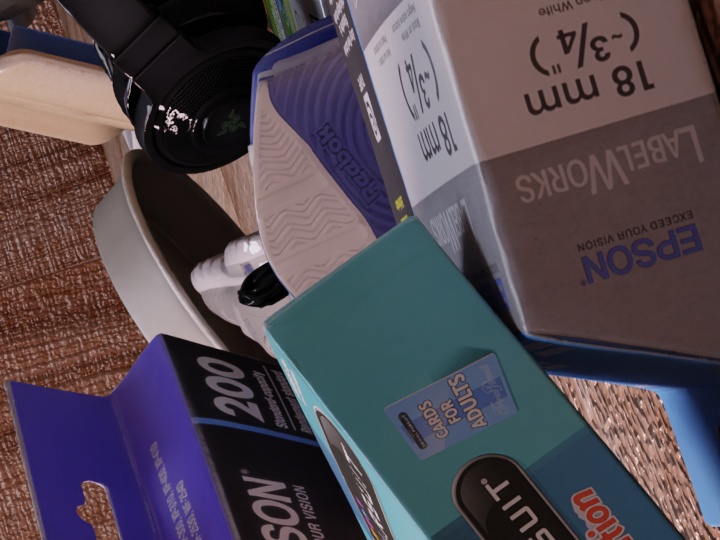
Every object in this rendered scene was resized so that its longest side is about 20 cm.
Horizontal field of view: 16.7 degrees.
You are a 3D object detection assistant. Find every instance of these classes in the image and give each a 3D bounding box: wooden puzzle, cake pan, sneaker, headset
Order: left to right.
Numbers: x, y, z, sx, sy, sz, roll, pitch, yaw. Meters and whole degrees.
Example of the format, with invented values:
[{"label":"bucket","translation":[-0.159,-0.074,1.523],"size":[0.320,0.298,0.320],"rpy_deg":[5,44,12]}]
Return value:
[{"label":"wooden puzzle","translation":[-0.157,-0.101,1.298],"size":[0.200,0.185,0.047],"rpy_deg":[6,86,54]},{"label":"headset","translation":[-0.073,-0.072,0.949],"size":[0.200,0.094,0.124],"rpy_deg":[42,-169,-26]},{"label":"cake pan","translation":[-0.083,0.022,1.391],"size":[0.200,0.037,0.200],"rpy_deg":[50,-168,-15]},{"label":"sneaker","translation":[-0.039,0.022,1.256],"size":[0.200,0.074,0.082],"rpy_deg":[139,109,-84]},{"label":"sneaker","translation":[0.000,0.001,0.920],"size":[0.115,0.080,0.200],"rpy_deg":[-137,29,-70]}]

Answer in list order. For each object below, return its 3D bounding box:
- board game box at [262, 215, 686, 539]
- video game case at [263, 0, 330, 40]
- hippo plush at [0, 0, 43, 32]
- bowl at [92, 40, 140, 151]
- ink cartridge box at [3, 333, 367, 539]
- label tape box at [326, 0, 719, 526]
[{"label":"board game box","translation":[0.063,0.102,0.576],"size":[0.200,0.047,0.151],"rpy_deg":[51,171,29]},{"label":"video game case","translation":[-0.032,-0.151,1.030],"size":[0.182,0.022,0.201],"rpy_deg":[-135,27,-73]},{"label":"hippo plush","translation":[-0.195,-0.222,1.299],"size":[0.159,0.199,0.161],"rpy_deg":[47,-144,-60]},{"label":"bowl","translation":[-0.137,-0.187,1.481],"size":[0.200,0.074,0.200],"rpy_deg":[100,152,-71]},{"label":"ink cartridge box","translation":[-0.025,0.095,0.927],"size":[0.044,0.199,0.198],"rpy_deg":[-67,24,20]},{"label":"label tape box","translation":[0.047,-0.021,0.612],"size":[0.144,0.063,0.201],"rpy_deg":[145,108,-82]}]
